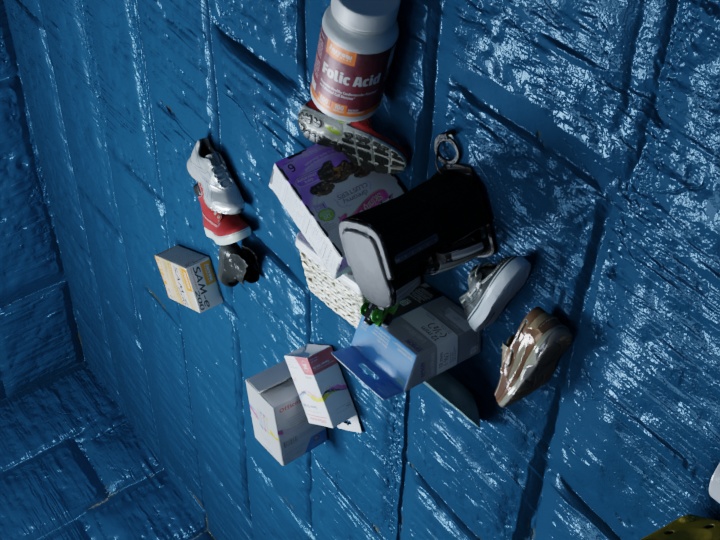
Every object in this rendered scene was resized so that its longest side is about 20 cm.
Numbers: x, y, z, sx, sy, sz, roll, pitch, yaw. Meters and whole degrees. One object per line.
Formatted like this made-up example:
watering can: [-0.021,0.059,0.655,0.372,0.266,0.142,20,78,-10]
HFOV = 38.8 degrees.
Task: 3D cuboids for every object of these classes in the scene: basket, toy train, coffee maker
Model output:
basket: [0.000,0.000,1.741,0.200,0.135,0.124,37,146,41]
toy train: [0.063,-0.001,1.592,0.056,0.201,0.042,28,178,-42]
coffee maker: [0.073,-0.070,1.477,0.193,0.199,0.135,64,152,0]

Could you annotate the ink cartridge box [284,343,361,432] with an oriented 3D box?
ink cartridge box: [-0.079,0.262,2.165,0.116,0.067,0.202,-4,109,61]

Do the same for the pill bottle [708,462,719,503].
pill bottle: [0.490,0.277,1.125,0.200,0.111,0.112,37,142,41]

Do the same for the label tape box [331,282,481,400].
label tape box: [0.073,0.109,1.625,0.143,0.199,0.067,37,138,42]

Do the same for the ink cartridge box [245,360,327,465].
ink cartridge box: [-0.166,0.305,2.291,0.125,0.128,0.202,35,140,44]

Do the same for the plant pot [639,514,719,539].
plant pot: [0.432,0.425,1.278,0.194,0.194,0.202,-6,101,61]

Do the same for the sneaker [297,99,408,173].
sneaker: [-0.003,-0.226,1.619,0.199,0.085,0.077,30,150,15]

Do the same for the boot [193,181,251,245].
boot: [-0.310,-0.139,2.242,0.200,0.072,0.146,20,128,59]

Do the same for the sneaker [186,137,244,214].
sneaker: [-0.312,-0.200,2.192,0.200,0.074,0.087,50,145,25]

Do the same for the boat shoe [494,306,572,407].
boat shoe: [0.242,0.126,1.490,0.072,0.075,0.201,54,142,26]

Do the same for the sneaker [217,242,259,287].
sneaker: [-0.269,0.001,2.290,0.104,0.060,0.201,43,153,22]

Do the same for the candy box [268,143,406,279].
candy box: [-0.023,-0.111,1.645,0.201,0.167,0.072,54,153,18]

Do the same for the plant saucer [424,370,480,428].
plant saucer: [0.131,0.184,1.699,0.201,0.039,0.201,39,177,2]

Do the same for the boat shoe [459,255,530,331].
boat shoe: [0.184,0.024,1.496,0.071,0.072,0.200,52,152,14]

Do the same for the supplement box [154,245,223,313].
supplement box: [-0.437,0.020,2.590,0.199,0.073,0.127,16,127,55]

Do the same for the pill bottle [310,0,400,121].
pill bottle: [-0.006,-0.326,1.496,0.114,0.114,0.201,51,151,24]
